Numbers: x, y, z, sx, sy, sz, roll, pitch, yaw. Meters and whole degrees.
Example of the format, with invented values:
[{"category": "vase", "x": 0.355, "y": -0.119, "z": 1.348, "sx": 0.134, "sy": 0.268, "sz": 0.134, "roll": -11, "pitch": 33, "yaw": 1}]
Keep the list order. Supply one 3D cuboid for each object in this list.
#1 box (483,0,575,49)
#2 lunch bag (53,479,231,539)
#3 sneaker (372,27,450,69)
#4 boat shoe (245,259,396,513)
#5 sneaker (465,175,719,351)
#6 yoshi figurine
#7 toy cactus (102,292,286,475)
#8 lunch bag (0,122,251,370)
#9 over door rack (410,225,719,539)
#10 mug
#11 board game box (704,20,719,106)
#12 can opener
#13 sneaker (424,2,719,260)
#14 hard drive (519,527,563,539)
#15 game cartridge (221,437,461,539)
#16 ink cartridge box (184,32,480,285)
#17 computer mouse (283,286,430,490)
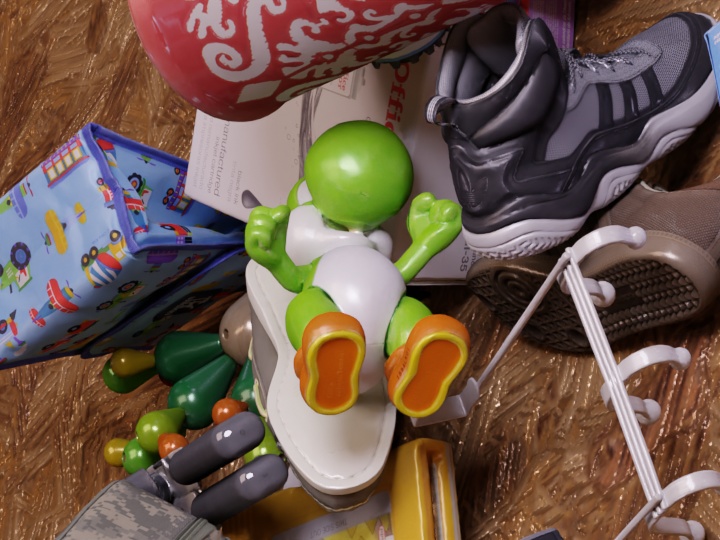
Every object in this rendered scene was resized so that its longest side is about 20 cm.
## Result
[{"category": "box", "x": 0.075, "y": -0.174, "z": 1.690, "sx": 0.137, "sy": 0.039, "sz": 0.201, "roll": -29, "pitch": 46, "yaw": 46}, {"category": "lunch bag", "x": -0.111, "y": 0.242, "z": 1.512, "sx": 0.201, "sy": 0.167, "sz": 0.139, "roll": -67, "pitch": -10, "yaw": 21}, {"category": "sneaker", "x": 0.010, "y": -0.193, "z": 1.561, "sx": 0.071, "sy": 0.073, "sz": 0.201, "roll": -16, "pitch": 46, "yaw": 11}, {"category": "boat shoe", "x": -0.023, "y": 0.068, "z": 1.540, "sx": 0.202, "sy": 0.072, "sz": 0.061, "roll": -108, "pitch": 14, "yaw": -50}, {"category": "sneaker", "x": 0.138, "y": -0.008, "z": 1.472, "sx": 0.076, "sy": 0.071, "sz": 0.199, "roll": -52, "pitch": 23, "yaw": -25}, {"category": "yoshi figurine", "x": -0.001, "y": -0.013, "z": 1.476, "sx": 0.112, "sy": 0.113, "sz": 0.200, "roll": -33, "pitch": 32, "yaw": 9}, {"category": "toy cactus", "x": -0.083, "y": 0.074, "z": 1.739, "sx": 0.165, "sy": 0.102, "sz": 0.200, "roll": -50, "pitch": 26, "yaw": -11}, {"category": "lunch bag", "x": -0.142, "y": -0.005, "z": 1.759, "sx": 0.150, "sy": 0.199, "sz": 0.095, "roll": -37, "pitch": 65, "yaw": 29}, {"category": "over door rack", "x": 0.111, "y": 0.086, "z": 1.399, "sx": 0.200, "sy": 0.066, "sz": 0.149, "roll": -48, "pitch": 53, "yaw": 49}, {"category": "mug", "x": -0.014, "y": -0.188, "z": 1.436, "sx": 0.199, "sy": 0.133, "sz": 0.179, "roll": -16, "pitch": 86, "yaw": 42}, {"category": "board game box", "x": 0.246, "y": -0.084, "z": 1.365, "sx": 0.151, "sy": 0.036, "sz": 0.201, "roll": -41, "pitch": 40, "yaw": 36}, {"category": "can opener", "x": -0.100, "y": 0.129, "z": 1.570, "sx": 0.054, "sy": 0.067, "sz": 0.200, "roll": 61, "pitch": 159, "yaw": 3}, {"category": "sneaker", "x": 0.113, "y": -0.103, "z": 1.446, "sx": 0.200, "sy": 0.114, "sz": 0.075, "roll": -42, "pitch": 30, "yaw": -27}, {"category": "hard drive", "x": 0.073, "y": 0.242, "z": 1.352, "sx": 0.135, "sy": 0.042, "sz": 0.201, "roll": -121, "pitch": 42, "yaw": -54}, {"category": "game cartridge", "x": -0.013, "y": 0.202, "z": 1.535, "sx": 0.199, "sy": 0.032, "sz": 0.178, "roll": -25, "pitch": 64, "yaw": 46}, {"category": "ink cartridge box", "x": -0.005, "y": -0.088, "z": 1.636, "sx": 0.199, "sy": 0.082, "sz": 0.148, "roll": 23, "pitch": 108, "yaw": 46}, {"category": "computer mouse", "x": -0.013, "y": 0.098, "z": 1.635, "sx": 0.109, "sy": 0.044, "sz": 0.201, "roll": -22, "pitch": 51, "yaw": 48}]
